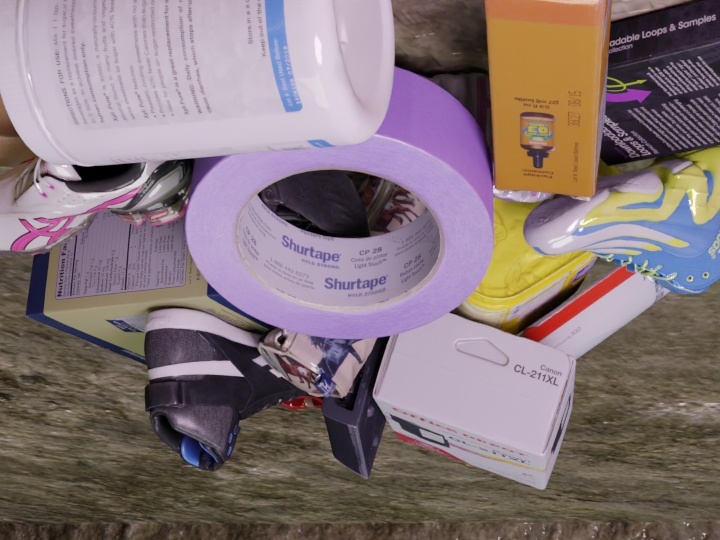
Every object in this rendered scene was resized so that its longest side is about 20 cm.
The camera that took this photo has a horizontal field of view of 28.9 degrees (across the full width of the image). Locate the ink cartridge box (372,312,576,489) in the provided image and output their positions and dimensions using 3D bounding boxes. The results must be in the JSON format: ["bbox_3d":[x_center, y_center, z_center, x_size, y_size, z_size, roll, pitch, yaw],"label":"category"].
[{"bbox_3d":[0.096,0.107,1.152,0.144,0.084,0.200,18,168,13],"label":"ink cartridge box"}]

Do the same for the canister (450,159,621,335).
[{"bbox_3d":[0.128,-0.012,1.118,0.148,0.087,0.200,-32,167,-9],"label":"canister"}]

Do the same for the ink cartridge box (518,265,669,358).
[{"bbox_3d":[0.210,0.032,1.195,0.159,0.048,0.200,-34,173,-6],"label":"ink cartridge box"}]

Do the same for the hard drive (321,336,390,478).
[{"bbox_3d":[0.014,0.059,1.176,0.042,0.202,0.135,12,154,11],"label":"hard drive"}]

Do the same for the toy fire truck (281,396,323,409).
[{"bbox_3d":[-0.016,0.059,1.302,0.048,0.143,0.199,-6,171,27],"label":"toy fire truck"}]

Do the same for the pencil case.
[{"bbox_3d":[0.000,0.000,1.079,0.077,0.201,0.090,27,168,21],"label":"pencil case"}]

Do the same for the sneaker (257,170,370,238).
[{"bbox_3d":[-0.078,-0.078,0.987,0.198,0.106,0.060,16,159,-34],"label":"sneaker"}]

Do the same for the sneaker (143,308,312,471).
[{"bbox_3d":[-0.097,0.107,1.112,0.073,0.113,0.199,-13,157,41],"label":"sneaker"}]

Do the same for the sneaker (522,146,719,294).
[{"bbox_3d":[0.207,-0.022,0.986,0.198,0.106,0.075,-21,-170,-25],"label":"sneaker"}]

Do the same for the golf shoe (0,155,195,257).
[{"bbox_3d":[-0.219,-0.068,1.030,0.197,0.074,0.092,-13,152,17],"label":"golf shoe"}]

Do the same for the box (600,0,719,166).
[{"bbox_3d":[0.217,-0.123,0.905,0.198,0.037,0.142,-10,157,34],"label":"box"}]

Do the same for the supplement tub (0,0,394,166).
[{"bbox_3d":[-0.090,-0.130,0.787,0.197,0.134,0.132,-2,162,18],"label":"supplement tub"}]

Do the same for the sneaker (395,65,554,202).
[{"bbox_3d":[0.046,-0.094,0.973,0.197,0.082,0.088,14,166,-11],"label":"sneaker"}]

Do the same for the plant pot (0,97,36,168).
[{"bbox_3d":[-0.270,-0.123,1.018,0.197,0.028,0.200,4,162,1],"label":"plant pot"}]

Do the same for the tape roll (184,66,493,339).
[{"bbox_3d":[-0.012,-0.041,0.909,0.197,0.066,0.201,2,141,2],"label":"tape roll"}]

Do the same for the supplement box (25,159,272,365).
[{"bbox_3d":[-0.136,-0.008,1.169,0.197,0.136,0.200,-6,160,27],"label":"supplement box"}]

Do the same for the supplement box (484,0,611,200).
[{"bbox_3d":[0.111,-0.121,0.818,0.066,0.070,0.201,7,150,11],"label":"supplement box"}]
